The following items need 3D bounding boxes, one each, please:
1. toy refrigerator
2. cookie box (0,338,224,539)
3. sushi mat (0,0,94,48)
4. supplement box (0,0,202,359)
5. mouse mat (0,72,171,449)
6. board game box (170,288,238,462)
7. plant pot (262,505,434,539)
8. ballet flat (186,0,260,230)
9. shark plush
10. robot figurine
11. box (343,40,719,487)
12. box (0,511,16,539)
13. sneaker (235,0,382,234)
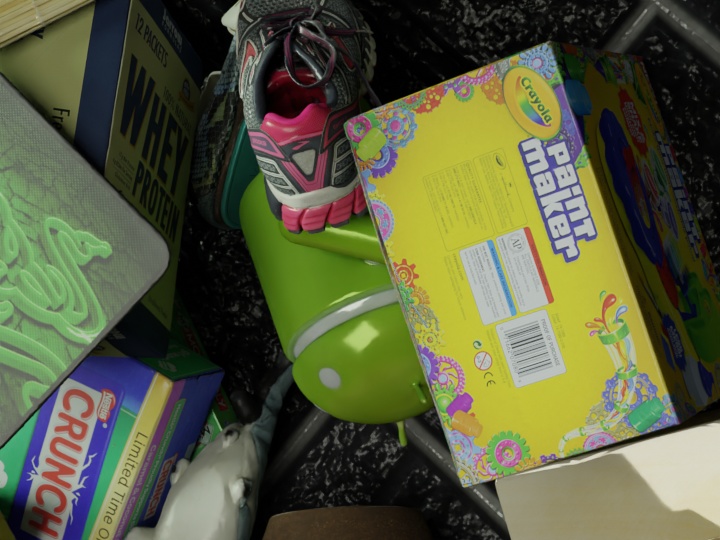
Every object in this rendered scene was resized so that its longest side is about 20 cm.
[{"bbox_3d":[0.186,0.121,1.049,0.200,0.076,0.070,-17,87,23],"label":"toy refrigerator"},{"bbox_3d":[-0.210,0.093,1.183,0.200,0.075,0.171,28,106,18],"label":"cookie box"},{"bbox_3d":[-0.157,-0.187,1.034,0.200,0.012,0.096,-28,58,-4],"label":"sushi mat"},{"bbox_3d":[-0.214,-0.062,1.079,0.200,0.134,0.200,1,71,13],"label":"supplement box"},{"bbox_3d":[-0.215,-0.017,0.983,0.200,0.008,0.161,44,93,14],"label":"mouse mat"},{"bbox_3d":[-0.188,0.094,1.231,0.200,0.029,0.135,-28,84,22],"label":"board game box"},{"bbox_3d":[-0.004,0.244,1.100,0.187,0.187,0.200,-9,75,23],"label":"plant pot"},{"bbox_3d":[-0.067,-0.125,1.146,0.074,0.074,0.200,27,100,19],"label":"ballet flat"},{"bbox_3d":[-0.092,0.143,1.164,0.091,0.083,0.200,7,78,21],"label":"shark plush"},{"bbox_3d":[0.000,0.000,1.081,0.116,0.175,0.200,-15,69,-11],"label":"robot figurine"},{"bbox_3d":[0.107,-0.007,1.009,0.122,0.193,0.200,-20,87,22],"label":"box"},{"bbox_3d":[-0.240,0.139,1.060,0.050,0.200,0.075,-41,80,-16],"label":"box"},{"bbox_3d":[-0.030,-0.113,1.019,0.081,0.075,0.200,-17,45,3],"label":"sneaker"}]
